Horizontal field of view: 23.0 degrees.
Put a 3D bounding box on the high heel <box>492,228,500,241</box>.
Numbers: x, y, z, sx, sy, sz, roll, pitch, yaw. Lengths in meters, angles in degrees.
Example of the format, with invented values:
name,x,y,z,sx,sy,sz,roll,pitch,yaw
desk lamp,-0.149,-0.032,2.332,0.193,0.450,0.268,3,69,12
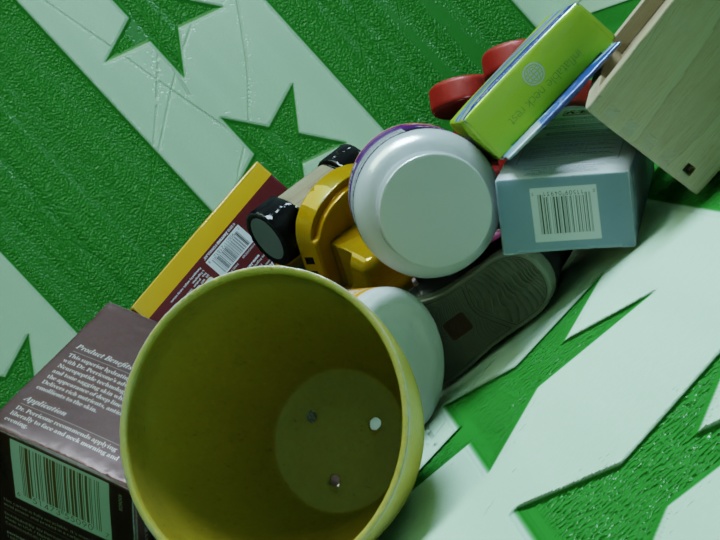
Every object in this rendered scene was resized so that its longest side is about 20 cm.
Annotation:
name,x,y,z,sx,sy,sz,roll,pitch,yaw
high heel,0.085,0.038,1.468,0.199,0.096,0.067,-24,-34,-1

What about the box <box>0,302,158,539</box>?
name,x,y,z,sx,sy,sz,roll,pitch,yaw
box,-0.220,0.171,1.651,0.200,0.165,0.165,-48,-29,-44

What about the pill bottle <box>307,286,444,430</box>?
name,x,y,z,sx,sy,sz,roll,pitch,yaw
pill bottle,-0.043,0.075,1.357,0.199,0.117,0.116,-4,32,42

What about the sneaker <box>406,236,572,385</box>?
name,x,y,z,sx,sy,sz,roll,pitch,yaw
sneaker,0.088,0.026,1.392,0.199,0.075,0.106,-29,8,34

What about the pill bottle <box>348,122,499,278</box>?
name,x,y,z,sx,sy,sz,roll,pitch,yaw
pill bottle,0.048,-0.054,1.345,0.111,0.111,0.200,-43,7,3

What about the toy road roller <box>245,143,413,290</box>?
name,x,y,z,sx,sy,sz,roll,pitch,yaw
toy road roller,0.000,0.000,1.564,0.123,0.201,0.146,-37,40,-26

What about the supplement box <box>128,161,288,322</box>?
name,x,y,z,sx,sy,sz,roll,pitch,yaw
supplement box,-0.100,0.039,1.783,0.198,0.200,0.133,-50,4,-16

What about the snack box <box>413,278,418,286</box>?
name,x,y,z,sx,sy,sz,roll,pitch,yaw
snack box,0.117,-0.034,1.797,0.200,0.024,0.072,-44,6,-4

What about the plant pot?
name,x,y,z,sx,sy,sz,roll,pitch,yaw
plant pot,-0.037,0.108,1.163,0.200,0.200,0.142,-42,-22,10

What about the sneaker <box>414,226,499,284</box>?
name,x,y,z,sx,sy,sz,roll,pitch,yaw
sneaker,0.096,-0.036,1.573,0.084,0.075,0.200,-33,-11,-19

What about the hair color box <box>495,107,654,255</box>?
name,x,y,z,sx,sy,sz,roll,pitch,yaw
hair color box,0.168,-0.073,1.351,0.098,0.061,0.200,-3,19,15

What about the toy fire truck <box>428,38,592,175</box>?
name,x,y,z,sx,sy,sz,roll,pitch,yaw
toy fire truck,0.167,-0.128,1.595,0.167,0.113,0.200,-1,-15,-34

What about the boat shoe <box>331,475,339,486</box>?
name,x,y,z,sx,sy,sz,roll,pitch,yaw
boat shoe,-0.055,0.157,1.342,0.072,0.072,0.200,-47,7,-10

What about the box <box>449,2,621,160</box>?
name,x,y,z,sx,sy,sz,roll,pitch,yaw
box,0.128,-0.140,1.342,0.122,0.048,0.200,-47,4,2

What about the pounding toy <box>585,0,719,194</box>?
name,x,y,z,sx,sy,sz,roll,pitch,yaw
pounding toy,0.277,-0.169,1.266,0.184,0.142,0.200,-52,4,23
